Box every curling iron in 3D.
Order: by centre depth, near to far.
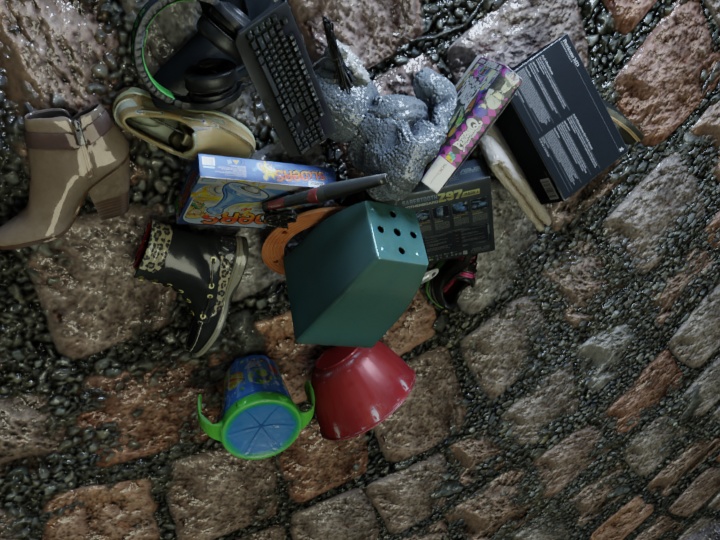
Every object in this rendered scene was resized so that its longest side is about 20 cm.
[{"bbox_3d":[-0.050,-0.098,0.946,0.195,0.026,0.049,-18,149,26],"label":"curling iron"}]

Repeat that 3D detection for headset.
[{"bbox_3d":[-0.162,-0.245,0.806,0.195,0.094,0.126,8,117,-30],"label":"headset"}]

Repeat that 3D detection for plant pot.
[{"bbox_3d":[0.000,0.000,1.013,0.138,0.145,0.200,7,147,-32],"label":"plant pot"}]

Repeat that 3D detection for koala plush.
[{"bbox_3d":[0.006,-0.207,0.962,0.198,0.186,0.178,34,129,-13],"label":"koala plush"}]

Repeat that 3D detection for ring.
[{"bbox_3d":[-0.055,-0.044,1.084,0.194,0.020,0.202,-9,152,-5],"label":"ring"}]

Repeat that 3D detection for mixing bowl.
[{"bbox_3d":[-0.012,0.185,1.231,0.197,0.200,0.110,-32,105,-3],"label":"mixing bowl"}]

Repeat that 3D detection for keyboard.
[{"bbox_3d":[-0.063,-0.229,0.829,0.127,0.021,0.201,-42,148,-11],"label":"keyboard"}]

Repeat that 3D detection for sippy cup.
[{"bbox_3d":[-0.174,0.218,1.180,0.176,0.132,0.140,30,112,-35],"label":"sippy cup"}]

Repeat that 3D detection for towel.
[{"bbox_3d":[0.241,-0.161,1.132,0.034,0.135,0.199,-32,136,20],"label":"towel"}]

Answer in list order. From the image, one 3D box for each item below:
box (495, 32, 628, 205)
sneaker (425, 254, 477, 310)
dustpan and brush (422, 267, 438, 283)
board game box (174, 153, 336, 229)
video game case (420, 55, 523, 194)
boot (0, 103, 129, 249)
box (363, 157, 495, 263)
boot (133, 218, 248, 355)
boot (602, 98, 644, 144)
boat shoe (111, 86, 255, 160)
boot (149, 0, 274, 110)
[{"bbox_3d":[0.293,-0.226,1.074,0.139,0.079,0.203,-33,99,-11],"label":"box"},{"bbox_3d":[0.185,-0.018,1.238,0.075,0.084,0.204,5,121,-31],"label":"sneaker"},{"bbox_3d":[0.040,0.035,1.212,0.197,0.057,0.141,-30,136,-9],"label":"dustpan and brush"},{"bbox_3d":[-0.147,-0.104,0.986,0.195,0.035,0.135,1,157,-28],"label":"board game box"},{"bbox_3d":[0.140,-0.212,1.003,0.035,0.201,0.183,33,106,-13],"label":"video game case"},{"bbox_3d":[-0.382,-0.121,0.879,0.195,0.070,0.150,-20,124,-15],"label":"boot"},{"bbox_3d":[0.113,-0.085,1.126,0.194,0.052,0.160,-12,136,5],"label":"box"},{"bbox_3d":[-0.264,0.024,1.042,0.150,0.074,0.207,14,116,-30],"label":"boot"},{"bbox_3d":[0.372,-0.227,1.204,0.196,0.078,0.140,22,116,-23],"label":"boot"},{"bbox_3d":[-0.221,-0.170,0.915,0.195,0.077,0.073,10,118,-33],"label":"boat shoe"},{"bbox_3d":[-0.184,-0.305,0.835,0.197,0.077,0.171,-29,135,-14],"label":"boot"}]
